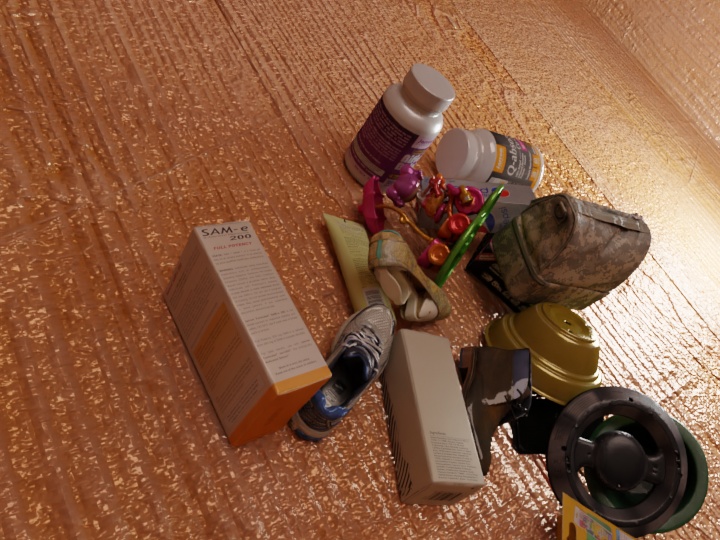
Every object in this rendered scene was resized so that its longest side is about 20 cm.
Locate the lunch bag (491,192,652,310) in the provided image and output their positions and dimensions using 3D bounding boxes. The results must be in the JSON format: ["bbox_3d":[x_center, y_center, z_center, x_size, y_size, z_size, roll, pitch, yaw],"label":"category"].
[{"bbox_3d":[0.335,-0.037,0.972,0.198,0.168,0.141,11,55,-30],"label":"lunch bag"}]

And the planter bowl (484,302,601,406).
[{"bbox_3d":[0.294,0.107,0.935,0.198,0.084,0.201,20,26,-11],"label":"planter bowl"}]

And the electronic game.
[{"bbox_3d":[0.350,0.260,0.848,0.197,0.042,0.203,1,80,-5],"label":"electronic game"}]

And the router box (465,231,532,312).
[{"bbox_3d":[0.286,-0.018,1.101,0.150,0.062,0.200,41,40,-1],"label":"router box"}]

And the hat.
[{"bbox_3d":[0.415,0.300,0.950,0.198,0.176,0.167,-13,74,-2],"label":"hat"}]

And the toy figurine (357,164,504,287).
[{"bbox_3d":[0.092,-0.095,0.955,0.183,0.201,0.150,34,-5,11],"label":"toy figurine"}]

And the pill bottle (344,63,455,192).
[{"bbox_3d":[0.065,-0.232,1.018,0.111,0.200,0.113,20,44,-21],"label":"pill bottle"}]

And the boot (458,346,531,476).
[{"bbox_3d":[0.181,0.175,0.809,0.201,0.096,0.075,-82,156,-46],"label":"boot"}]

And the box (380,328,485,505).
[{"bbox_3d":[0.081,0.178,0.766,0.081,0.068,0.202,15,46,-27],"label":"box"}]

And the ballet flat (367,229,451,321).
[{"bbox_3d":[0.066,0.029,0.850,0.200,0.070,0.071,52,27,-40],"label":"ballet flat"}]

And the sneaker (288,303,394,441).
[{"bbox_3d":[-0.004,0.109,0.727,0.077,0.085,0.201,37,52,-4],"label":"sneaker"}]

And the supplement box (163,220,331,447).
[{"bbox_3d":[-0.127,0.065,0.663,0.073,0.126,0.201,-12,63,-42],"label":"supplement box"}]

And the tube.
[{"bbox_3d":[0.000,0.000,0.883,0.051,0.058,0.201,-20,55,2],"label":"tube"}]

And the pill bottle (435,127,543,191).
[{"bbox_3d":[0.250,-0.208,1.203,0.198,0.117,0.117,6,51,-34],"label":"pill bottle"}]

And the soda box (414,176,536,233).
[{"bbox_3d":[0.195,-0.109,1.052,0.197,0.064,0.069,4,36,-5],"label":"soda box"}]

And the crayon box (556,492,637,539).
[{"bbox_3d":[0.310,0.386,0.769,0.199,0.052,0.126,34,41,-9],"label":"crayon box"}]

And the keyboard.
[{"bbox_3d":[0.289,0.219,0.927,0.198,0.039,0.105,10,72,-32],"label":"keyboard"}]
